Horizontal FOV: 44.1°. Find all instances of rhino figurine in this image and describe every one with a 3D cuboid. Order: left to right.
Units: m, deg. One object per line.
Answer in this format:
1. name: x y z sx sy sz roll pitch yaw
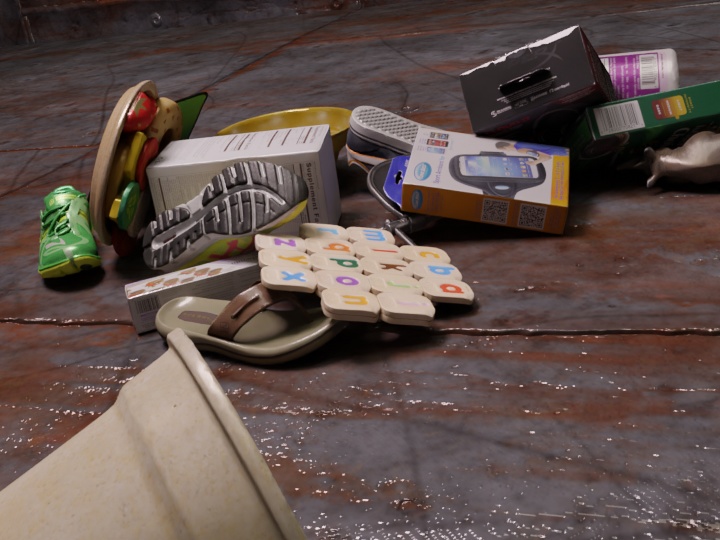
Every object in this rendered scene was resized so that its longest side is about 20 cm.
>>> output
1. rhino figurine: 0.386 -0.126 0.987 0.196 0.061 0.088 -3 21 17

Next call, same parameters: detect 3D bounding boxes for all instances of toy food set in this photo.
1. toy food set: -0.261 -0.119 1.033 0.048 0.201 0.200 16 -7 -3

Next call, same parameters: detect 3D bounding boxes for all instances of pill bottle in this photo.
1. pill bottle: 0.315 -0.227 1.178 0.196 0.114 0.113 -2 24 16

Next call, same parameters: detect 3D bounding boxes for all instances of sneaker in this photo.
1. sneaker: -0.353 -0.048 1.053 0.073 0.085 0.200 -15 25 -15
2. sneaker: -0.128 -0.048 0.922 0.198 0.079 0.090 -20 -26 28
3. sneaker: 0.074 -0.134 1.112 0.197 0.080 0.079 24 40 10

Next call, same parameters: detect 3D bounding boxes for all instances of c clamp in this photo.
1. c clamp: 0.097 -0.084 1.001 0.198 0.027 0.171 -24 47 -27

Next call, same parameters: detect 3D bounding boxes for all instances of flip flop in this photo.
1. flip flop: -0.101 0.036 0.796 0.197 0.059 0.081 5 27 27

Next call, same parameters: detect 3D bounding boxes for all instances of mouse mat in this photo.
1. mouse mat: -0.288 -0.150 1.181 0.008 0.201 0.160 46 44 11

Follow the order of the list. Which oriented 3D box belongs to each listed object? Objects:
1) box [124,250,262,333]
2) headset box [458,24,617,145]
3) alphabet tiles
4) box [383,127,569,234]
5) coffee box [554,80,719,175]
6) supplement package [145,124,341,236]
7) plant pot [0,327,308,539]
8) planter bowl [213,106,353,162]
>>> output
1. box: -0.133 0.013 0.887 0.197 0.042 0.039 -16 24 -14
2. headset box: 0.213 -0.201 1.045 0.147 0.076 0.199 -18 -14 23
3. alphabet tiles: 0.000 0.000 0.827 0.192 0.015 0.200 4 22 -13
4. box: 0.127 -0.102 0.970 0.196 0.042 0.120 10 40 6
5. coffee box: 0.340 -0.168 1.047 0.197 0.045 0.123 -13 -12 -9
6. supplement package: -0.129 -0.092 1.032 0.196 0.116 0.110 -4 24 7
7. plant pot: -0.112 0.159 0.388 0.182 0.203 0.200 -29 28 -15
8. planter bowl: -0.096 -0.152 1.195 0.197 0.085 0.201 -7 23 3
